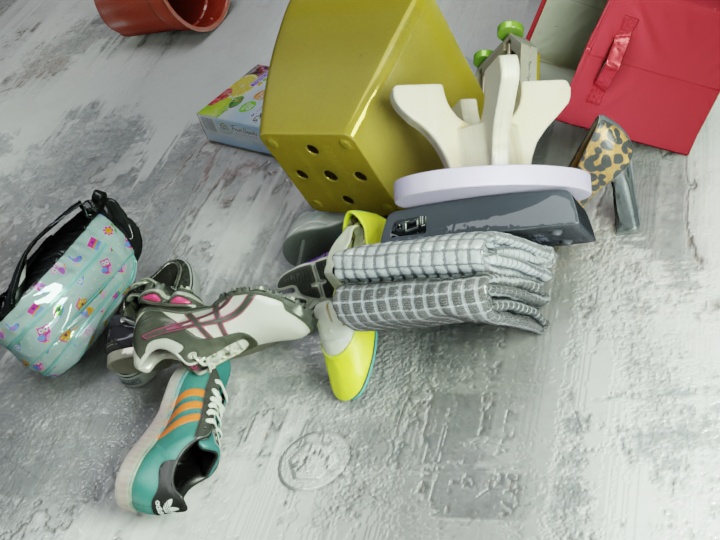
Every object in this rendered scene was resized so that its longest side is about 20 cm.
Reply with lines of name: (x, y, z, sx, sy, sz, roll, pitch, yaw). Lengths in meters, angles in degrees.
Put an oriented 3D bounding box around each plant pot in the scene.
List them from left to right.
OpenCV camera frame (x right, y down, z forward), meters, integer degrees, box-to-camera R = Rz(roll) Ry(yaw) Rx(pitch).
plant pot: (-0.374, -0.522, 1.975, 0.193, 0.202, 0.202, -5, 38, 35)
plant pot: (0.001, -0.174, 1.206, 0.198, 0.201, 0.178, 7, 58, 37)

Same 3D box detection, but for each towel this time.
towel: (0.086, 0.020, 1.044, 0.163, 0.199, 0.087, -7, 81, 29)

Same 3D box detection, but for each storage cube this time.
storage cube: (0.310, -0.265, 1.232, 0.177, 0.173, 0.201, 12, 33, -15)

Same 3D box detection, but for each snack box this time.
snack box: (-0.125, -0.236, 1.580, 0.198, 0.053, 0.142, 18, 52, 41)

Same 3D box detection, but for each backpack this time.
backpack: (-0.350, 0.024, 1.281, 0.167, 0.126, 0.201, -42, 14, 46)

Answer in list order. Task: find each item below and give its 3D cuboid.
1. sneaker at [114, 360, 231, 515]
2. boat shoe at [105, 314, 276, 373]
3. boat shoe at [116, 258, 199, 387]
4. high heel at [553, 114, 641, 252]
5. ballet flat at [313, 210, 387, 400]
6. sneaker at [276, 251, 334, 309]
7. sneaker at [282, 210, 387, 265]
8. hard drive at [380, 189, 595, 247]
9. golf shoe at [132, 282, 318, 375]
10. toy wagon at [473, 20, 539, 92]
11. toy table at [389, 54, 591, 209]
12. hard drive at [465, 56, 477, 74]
sneaker: (-0.165, 0.163, 1.081, 0.079, 0.072, 0.201, 6, 46, 22)
boat shoe: (-0.180, 0.063, 1.173, 0.196, 0.073, 0.064, -9, 65, -6)
boat shoe: (-0.244, 0.044, 1.271, 0.069, 0.064, 0.202, -8, 38, 17)
high heel: (0.193, -0.084, 1.141, 0.197, 0.144, 0.072, -15, 35, 9)
ballet flat: (-0.014, 0.030, 1.107, 0.066, 0.067, 0.203, -10, 60, 46)
sneaker: (0.000, 0.000, 1.211, 0.197, 0.082, 0.083, -18, 21, -10)
sneaker: (0.002, -0.065, 1.281, 0.197, 0.071, 0.081, -13, 34, 14)
hard drive: (0.130, -0.043, 1.084, 0.197, 0.135, 0.043, -6, 81, 20)
golf shoe: (-0.138, 0.066, 1.090, 0.196, 0.077, 0.089, 0, 62, 19)
toy wagon: (0.158, -0.201, 1.320, 0.039, 0.200, 0.158, 12, 68, -16)
toy table: (0.126, -0.127, 1.065, 0.197, 0.119, 0.183, -1, -8, -22)
hard drive: (0.076, -0.239, 1.502, 0.198, 0.027, 0.132, -30, 36, -12)
